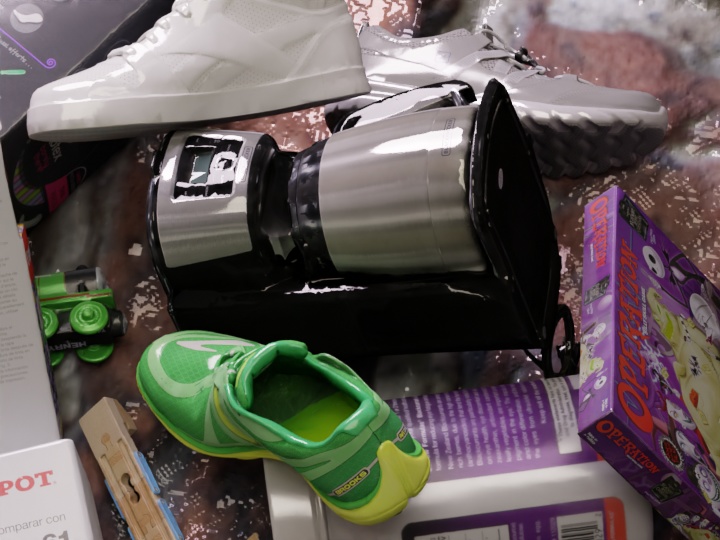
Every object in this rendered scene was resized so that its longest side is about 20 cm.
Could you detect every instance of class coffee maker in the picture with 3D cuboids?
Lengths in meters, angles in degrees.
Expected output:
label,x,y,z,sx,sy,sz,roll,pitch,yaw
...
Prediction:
label,x,y,z,sx,sy,sz,roll,pitch,yaw
coffee maker,0.000,0.000,1.567,0.200,0.192,0.135,-6,24,19

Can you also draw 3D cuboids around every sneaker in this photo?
label,x,y,z,sx,sy,sz,roll,pitch,yaw
sneaker,-0.099,-0.137,1.577,0.200,0.074,0.116,-11,92,-24
sneaker,0.082,-0.109,1.658,0.200,0.075,0.082,8,67,6
sneaker,-0.043,0.063,1.474,0.200,0.084,0.074,20,55,43

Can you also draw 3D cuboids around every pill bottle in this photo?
label,x,y,z,sx,sy,sz,roll,pitch,yaw
pill bottle,0.050,0.121,1.530,0.200,0.111,0.112,-7,65,-2

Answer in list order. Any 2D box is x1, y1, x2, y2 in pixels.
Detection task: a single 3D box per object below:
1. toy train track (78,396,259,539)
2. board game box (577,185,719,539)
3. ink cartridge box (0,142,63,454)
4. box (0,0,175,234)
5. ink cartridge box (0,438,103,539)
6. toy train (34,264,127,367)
label,x,y,z,sx,sy,sz,roll,pitch,yaw
toy train track,-0.100,0.155,1.557,0.115,0.033,0.200,-43,58,21
board game box,0.164,0.054,1.520,0.120,0.032,0.200,39,31,-22
ink cartridge box,-0.231,0.019,1.560,0.109,0.050,0.200,-10,101,-3
box,-0.187,-0.121,1.644,0.106,0.122,0.200,39,71,18
ink cartridge box,-0.199,0.205,1.508,0.144,0.085,0.200,-13,65,-3
toy train,-0.233,0.032,1.620,0.200,0.042,0.056,-8,54,-2
